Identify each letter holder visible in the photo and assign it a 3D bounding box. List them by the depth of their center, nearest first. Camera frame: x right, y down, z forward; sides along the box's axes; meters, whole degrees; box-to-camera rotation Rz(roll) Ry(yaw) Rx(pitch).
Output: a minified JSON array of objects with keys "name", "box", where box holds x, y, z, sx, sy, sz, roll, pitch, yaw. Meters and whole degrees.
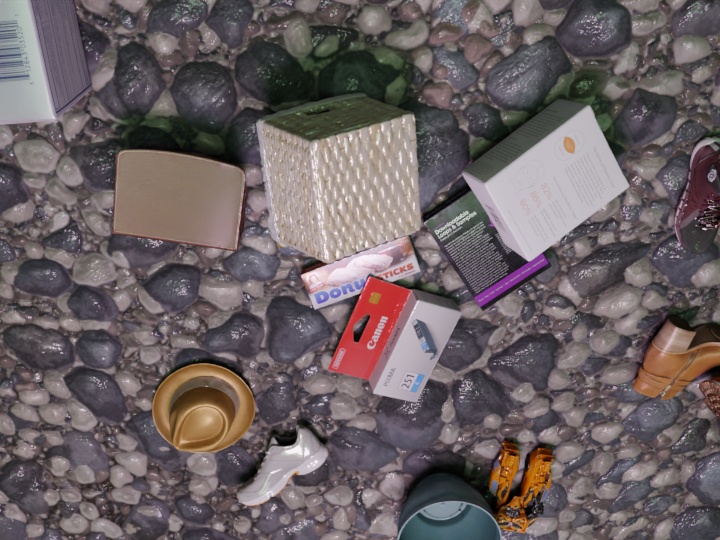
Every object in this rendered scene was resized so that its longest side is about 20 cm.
[{"name":"letter holder","box":[-0.280,-0.127,1.250,0.196,0.101,0.145,8,112,-6]}]

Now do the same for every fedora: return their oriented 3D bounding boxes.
[{"name":"fedora","box":[-0.289,0.269,1.436,0.196,0.082,0.204,0,114,-1]}]

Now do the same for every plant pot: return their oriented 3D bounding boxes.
[{"name":"plant pot","box":[0.162,0.479,1.519,0.196,0.135,0.204,-1,114,-1]}]

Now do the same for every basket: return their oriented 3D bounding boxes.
[{"name":"basket","box":[-0.028,-0.138,1.181,0.196,0.160,0.204,-20,121,-29]}]

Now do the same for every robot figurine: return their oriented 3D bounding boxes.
[{"name":"robot figurine","box":[0.302,0.431,1.544,0.142,0.058,0.204,9,114,-3]}]

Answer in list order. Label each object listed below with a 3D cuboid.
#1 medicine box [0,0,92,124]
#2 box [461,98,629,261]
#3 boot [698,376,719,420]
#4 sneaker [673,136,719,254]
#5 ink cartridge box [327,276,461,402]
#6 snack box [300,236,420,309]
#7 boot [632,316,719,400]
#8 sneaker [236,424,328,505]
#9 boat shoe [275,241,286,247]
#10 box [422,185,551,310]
[{"name":"medicine box","box":[-0.463,-0.319,1.099,0.101,0.201,0.186,-5,115,-2]},{"name":"box","box":[0.288,-0.144,1.236,0.199,0.106,0.153,-36,111,-1]},{"name":"boot","box":[0.674,0.213,1.418,0.107,0.076,0.200,-40,149,10]},{"name":"sneaker","box":[0.568,-0.105,1.279,0.074,0.116,0.204,-3,114,0]},{"name":"ink cartridge box","box":[0.058,0.125,1.389,0.173,0.045,0.203,15,113,-22]},{"name":"snack box","box":[0.000,0.000,1.357,0.197,0.024,0.073,-20,115,7]},{"name":"boot","box":[0.604,0.177,1.433,0.196,0.077,0.157,11,118,-14]},{"name":"sneaker","box":[-0.162,0.361,1.496,0.198,0.076,0.093,-34,104,5]},{"name":"boat shoe","box":[-0.109,-0.132,1.272,0.065,0.072,0.204,-2,120,-7]},{"name":"box","box":[0.214,-0.049,1.337,0.142,0.036,0.201,-32,113,11]}]
